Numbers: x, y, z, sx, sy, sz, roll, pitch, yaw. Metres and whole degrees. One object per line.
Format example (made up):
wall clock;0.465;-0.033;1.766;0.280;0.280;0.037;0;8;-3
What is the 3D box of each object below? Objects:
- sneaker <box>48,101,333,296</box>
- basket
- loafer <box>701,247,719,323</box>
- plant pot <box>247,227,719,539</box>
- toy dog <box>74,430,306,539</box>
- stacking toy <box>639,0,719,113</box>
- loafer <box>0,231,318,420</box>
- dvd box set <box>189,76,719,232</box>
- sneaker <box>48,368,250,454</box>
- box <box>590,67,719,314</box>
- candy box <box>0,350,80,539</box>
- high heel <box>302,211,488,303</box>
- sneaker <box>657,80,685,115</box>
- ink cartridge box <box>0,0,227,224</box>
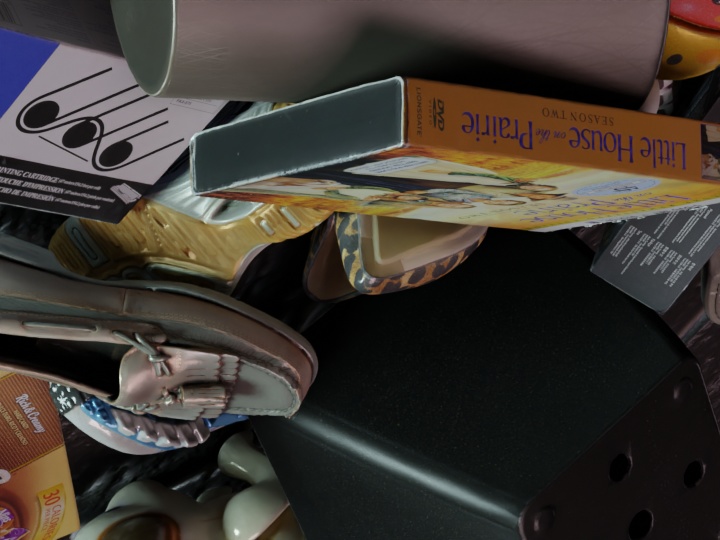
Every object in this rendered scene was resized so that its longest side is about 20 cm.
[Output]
sneaker;-0.062;-0.036;1.068;0.199;0.076;0.088;-26;-162;35
basket;0.005;-0.136;0.895;0.199;0.182;0.136;-10;-174;-18
loafer;0.233;-0.046;1.332;0.071;0.063;0.201;-5;144;-7
plant pot;0.089;0.105;1.203;0.199;0.177;0.201;-39;129;-22
toy dog;-0.078;0.196;1.336;0.199;0.195;0.140;19;150;-13
stacking toy;0.140;-0.133;0.968;0.145;0.146;0.201;-6;134;-36
loafer;-0.121;0.039;1.040;0.199;0.063;0.072;18;138;-2
dvd box set;0.050;-0.045;0.934;0.199;0.030;0.146;5;171;-38
sneaker;-0.116;0.070;1.175;0.086;0.075;0.200;-25;169;20
box;0.199;-0.096;1.139;0.200;0.050;0.158;-58;-176;42
candy box;-0.214;0.091;1.158;0.116;0.057;0.200;-21;152;-14
high heel;0.000;0.000;1.105;0.143;0.071;0.200;-51;-176;28
sneaker;0.160;-0.154;1.081;0.115;0.076;0.200;-33;151;1
ink cartridge box;-0.154;-0.077;0.948;0.199;0.044;0.094;10;132;-50
